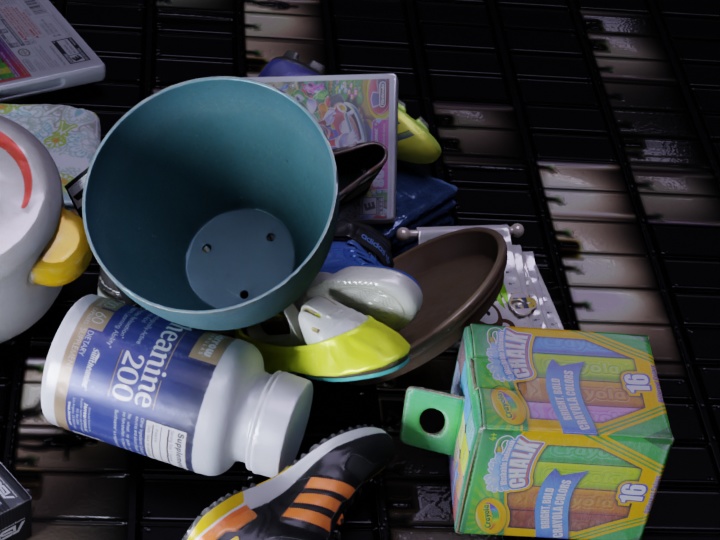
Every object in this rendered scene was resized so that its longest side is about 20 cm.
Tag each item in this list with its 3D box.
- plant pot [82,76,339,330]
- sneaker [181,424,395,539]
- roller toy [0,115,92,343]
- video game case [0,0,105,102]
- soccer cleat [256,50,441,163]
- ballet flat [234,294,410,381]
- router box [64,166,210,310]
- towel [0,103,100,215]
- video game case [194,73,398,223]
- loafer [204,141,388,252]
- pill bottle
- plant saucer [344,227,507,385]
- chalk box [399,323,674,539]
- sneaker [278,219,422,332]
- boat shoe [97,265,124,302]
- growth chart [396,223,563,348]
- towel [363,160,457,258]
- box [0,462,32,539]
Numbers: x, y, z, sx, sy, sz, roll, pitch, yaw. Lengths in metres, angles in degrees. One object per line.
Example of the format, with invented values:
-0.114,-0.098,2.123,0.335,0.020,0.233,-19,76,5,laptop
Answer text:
-0.107,-0.034,1.332,0.199,0.135,0.201,-3,66,7,plant pot
-0.039,0.196,1.284,0.199,0.070,0.090,-25,66,-34,sneaker
-0.339,-0.037,1.408,0.182,0.140,0.200,-26,64,-21,roller toy
-0.388,-0.234,1.739,0.181,0.023,0.200,-16,42,-27,video game case
-0.017,-0.140,1.617,0.199,0.065,0.084,27,73,15,soccer cleat
-0.041,0.054,1.361,0.067,0.067,0.199,-29,14,-36,ballet flat
-0.143,-0.046,1.472,0.200,0.051,0.150,-27,88,-45,router box
-0.346,-0.100,1.580,0.199,0.048,0.172,1,41,-9,towel
-0.065,-0.114,1.577,0.199,0.018,0.144,-1,77,9,video game case
-0.056,-0.070,1.469,0.200,0.063,0.072,-30,87,-40,loafer
-0.144,0.098,1.334,0.199,0.111,0.111,17,41,9,pill bottle
0.043,0.034,1.428,0.199,0.030,0.200,-30,19,11,plant saucer
0.133,0.130,1.339,0.199,0.125,0.124,3,40,-5,chalk box
-0.001,-0.001,1.421,0.077,0.200,0.111,44,60,-19,sneaker
-0.200,-0.047,1.534,0.071,0.061,0.202,5,40,-3,boat shoe
0.119,0.030,1.516,0.144,0.018,0.201,-9,53,-20,growth chart
-0.007,-0.091,1.630,0.111,0.049,0.200,-29,53,-35,towel
-0.370,0.162,1.272,0.160,0.044,0.200,-27,51,-34,box
